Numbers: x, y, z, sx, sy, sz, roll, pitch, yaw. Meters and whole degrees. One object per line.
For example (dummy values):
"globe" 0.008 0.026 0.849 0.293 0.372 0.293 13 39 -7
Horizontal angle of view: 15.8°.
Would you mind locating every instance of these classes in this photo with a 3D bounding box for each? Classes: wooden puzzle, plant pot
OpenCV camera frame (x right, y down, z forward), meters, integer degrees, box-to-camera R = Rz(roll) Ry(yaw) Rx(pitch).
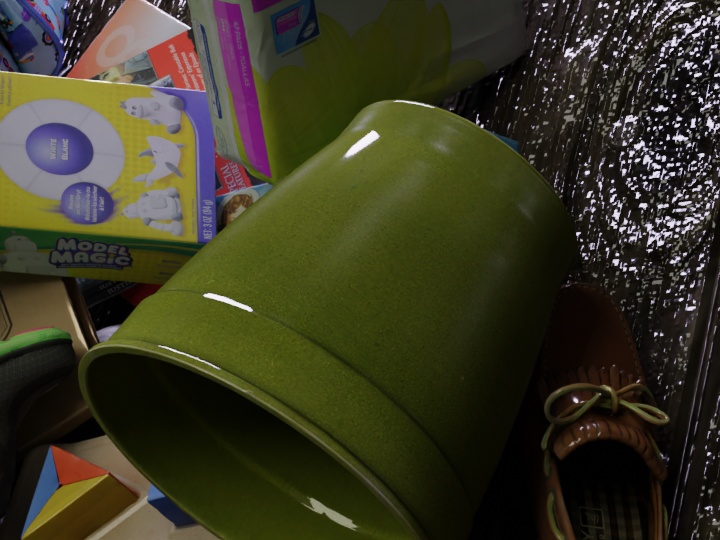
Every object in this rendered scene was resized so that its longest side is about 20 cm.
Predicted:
"wooden puzzle" -0.120 0.145 1.345 0.200 0.046 0.185 -12 46 31
"plant pot" 0.003 0.028 1.236 0.200 0.200 0.193 12 58 43

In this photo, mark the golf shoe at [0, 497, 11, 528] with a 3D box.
"golf shoe" -0.243 0.204 1.485 0.200 0.075 0.092 -34 28 13

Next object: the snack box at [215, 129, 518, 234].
"snack box" 0.000 0.000 1.408 0.200 0.037 0.116 -13 70 41

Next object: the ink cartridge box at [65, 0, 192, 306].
"ink cartridge box" -0.131 -0.068 1.595 0.162 0.050 0.200 -52 40 -4

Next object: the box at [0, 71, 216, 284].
"box" -0.183 -0.056 1.469 0.200 0.048 0.117 3 53 -10

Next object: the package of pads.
"package of pads" 0.000 -0.150 1.423 0.200 0.155 0.068 -31 39 -29

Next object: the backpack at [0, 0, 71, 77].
"backpack" -0.276 -0.151 1.647 0.134 0.183 0.200 -30 23 13

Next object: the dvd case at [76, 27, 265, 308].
"dvd case" -0.134 -0.062 1.554 0.200 0.022 0.146 -26 57 2

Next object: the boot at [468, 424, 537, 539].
"boot" -0.006 0.153 1.310 0.200 0.068 0.188 -29 46 15

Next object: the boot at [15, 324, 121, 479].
"boot" -0.210 0.065 1.555 0.200 0.068 0.131 -35 38 12

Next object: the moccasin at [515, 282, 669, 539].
"moccasin" 0.113 0.092 1.247 0.078 0.074 0.202 119 160 -53

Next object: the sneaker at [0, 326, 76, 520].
"sneaker" -0.218 0.114 1.406 0.200 0.084 0.077 -50 -2 -15

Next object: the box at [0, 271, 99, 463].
"box" -0.247 0.053 1.500 0.200 0.021 0.164 -32 64 17
